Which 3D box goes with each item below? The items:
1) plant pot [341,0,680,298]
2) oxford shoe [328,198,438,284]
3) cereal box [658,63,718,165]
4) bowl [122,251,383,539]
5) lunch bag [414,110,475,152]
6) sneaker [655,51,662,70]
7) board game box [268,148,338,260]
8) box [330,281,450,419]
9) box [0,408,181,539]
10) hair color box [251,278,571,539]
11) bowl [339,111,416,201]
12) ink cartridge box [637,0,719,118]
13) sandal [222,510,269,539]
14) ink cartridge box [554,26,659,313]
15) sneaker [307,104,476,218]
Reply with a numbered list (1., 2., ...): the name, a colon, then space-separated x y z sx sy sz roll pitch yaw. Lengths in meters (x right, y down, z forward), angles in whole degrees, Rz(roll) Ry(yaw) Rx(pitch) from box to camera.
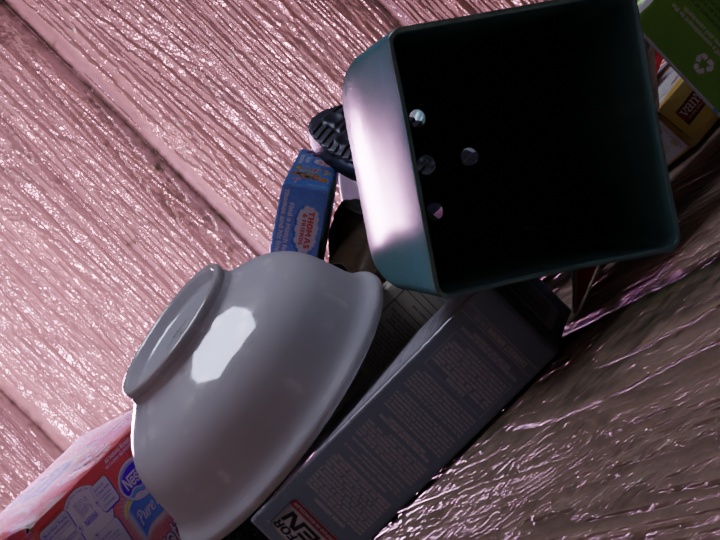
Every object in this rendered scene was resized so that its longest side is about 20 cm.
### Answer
1. plant pot: 0.065 -0.066 1.444 0.140 0.143 0.200 -11 3 -16
2. oxford shoe: 0.000 0.000 1.733 0.085 0.072 0.200 -55 2 -9
3. cereal box: 0.220 -0.114 1.801 0.144 0.039 0.200 -50 2 -22
4. bowl: -0.081 0.060 1.559 0.201 0.090 0.201 -50 14 18
5. lunch bag: 0.109 -0.087 1.881 0.077 0.162 0.200 9 34 30
6. sneaker: 0.162 -0.132 1.795 0.085 0.077 0.200 -38 11 43
7. board game box: -0.046 0.003 1.789 0.200 0.036 0.153 -83 3 -80
8. box: 0.013 0.075 1.621 0.200 0.095 0.078 -44 2 31
9. box: -0.177 0.178 1.717 0.094 0.103 0.200 -27 11 32
10. hair color box: 0.031 0.084 1.503 0.200 0.061 0.099 -45 2 16
11. bowl: 0.089 -0.080 2.020 0.201 0.201 0.090 -47 27 -18
12. ink cartridge box: 0.187 -0.183 1.522 0.076 0.200 0.148 -45 2 17
13. sandal: -0.081 0.156 1.711 0.045 0.075 0.201 -46 24 26
14. ink cartridge box: 0.155 -0.084 1.582 0.044 0.178 0.200 -3 13 12
15. sneaker: 0.045 -0.047 1.768 0.070 0.199 0.082 -38 -38 -35
